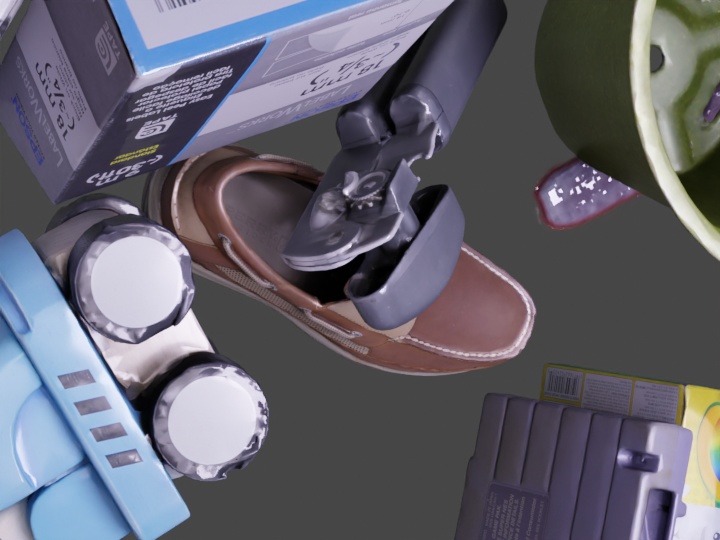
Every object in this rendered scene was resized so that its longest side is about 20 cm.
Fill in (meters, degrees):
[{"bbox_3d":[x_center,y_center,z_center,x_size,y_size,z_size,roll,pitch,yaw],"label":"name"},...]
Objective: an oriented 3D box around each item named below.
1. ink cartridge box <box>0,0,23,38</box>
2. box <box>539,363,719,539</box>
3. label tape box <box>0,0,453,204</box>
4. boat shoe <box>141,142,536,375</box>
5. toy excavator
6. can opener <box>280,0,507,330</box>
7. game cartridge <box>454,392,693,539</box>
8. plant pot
[{"bbox_3d":[-0.177,-0.090,0.662,0.086,0.146,0.200,33,77,-15],"label":"ink cartridge box"},{"bbox_3d":[0.122,0.149,0.858,0.048,0.117,0.201,10,88,-28],"label":"box"},{"bbox_3d":[-0.057,-0.084,0.696,0.144,0.200,0.063,-22,83,-26],"label":"label tape box"},{"bbox_3d":[0.000,0.000,0.809,0.200,0.072,0.076,20,83,-28],"label":"boat shoe"},{"bbox_3d":[-0.134,0.091,0.741,0.200,0.100,0.195,-30,107,-10],"label":"toy excavator"},{"bbox_3d":[0.024,-0.052,0.785,0.067,0.053,0.200,60,35,-26],"label":"can opener"},{"bbox_3d":[0.084,0.161,0.830,0.038,0.130,0.201,13,87,-28],"label":"game cartridge"},{"bbox_3d":[0.169,-0.097,0.822,0.199,0.190,0.201,-2,97,-19],"label":"plant pot"}]
